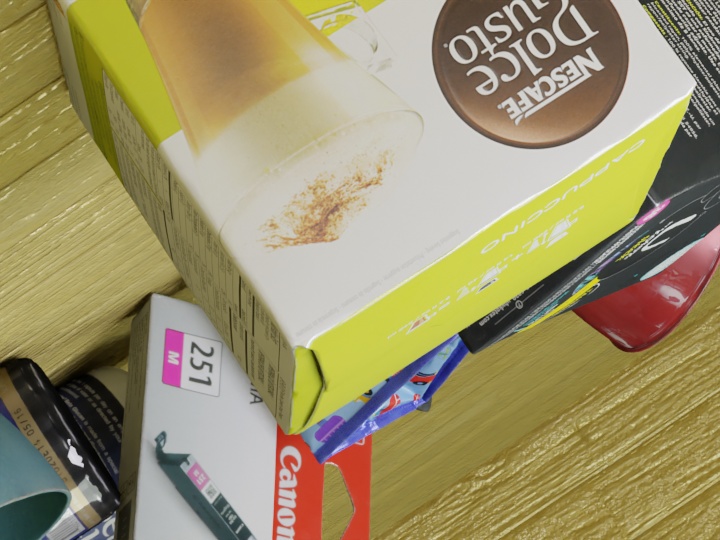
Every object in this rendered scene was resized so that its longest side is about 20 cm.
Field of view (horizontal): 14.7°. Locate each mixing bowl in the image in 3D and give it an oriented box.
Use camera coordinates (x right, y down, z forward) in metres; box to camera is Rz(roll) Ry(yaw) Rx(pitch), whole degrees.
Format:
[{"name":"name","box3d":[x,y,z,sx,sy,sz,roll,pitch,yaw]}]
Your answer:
[{"name":"mixing bowl","box3d":[0.176,-0.053,1.960,0.108,0.201,0.200,20,144,-19]}]

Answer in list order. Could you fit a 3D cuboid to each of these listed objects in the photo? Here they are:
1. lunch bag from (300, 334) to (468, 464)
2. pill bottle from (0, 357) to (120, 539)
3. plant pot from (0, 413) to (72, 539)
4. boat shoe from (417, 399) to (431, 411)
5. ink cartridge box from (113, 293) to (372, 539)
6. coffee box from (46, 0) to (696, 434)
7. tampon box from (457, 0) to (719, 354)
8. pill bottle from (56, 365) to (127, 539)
[{"name":"lunch bag","box3d":[0.000,0.000,1.666,0.094,0.151,0.200,-28,168,-31]},{"name":"pill bottle","box3d":[-0.253,0.150,1.676,0.200,0.112,0.112,-33,169,-4]},{"name":"plant pot","box3d":[-0.265,0.112,1.405,0.200,0.135,0.200,-33,170,-7]},{"name":"boat shoe","box3d":[-0.026,0.065,1.911,0.201,0.063,0.074,1,167,45]},{"name":"ink cartridge box","box3d":[-0.064,0.128,1.742,0.173,0.201,0.044,14,148,-20]},{"name":"coffee box","box3d":[0.000,-0.075,1.205,0.199,0.198,0.200,-32,169,-9]},{"name":"tampon box","box3d":[0.123,-0.065,1.463,0.150,0.127,0.200,-41,167,37]},{"name":"pill bottle","box3d":[-0.180,0.131,1.815,0.200,0.111,0.111,-30,169,-20]}]
